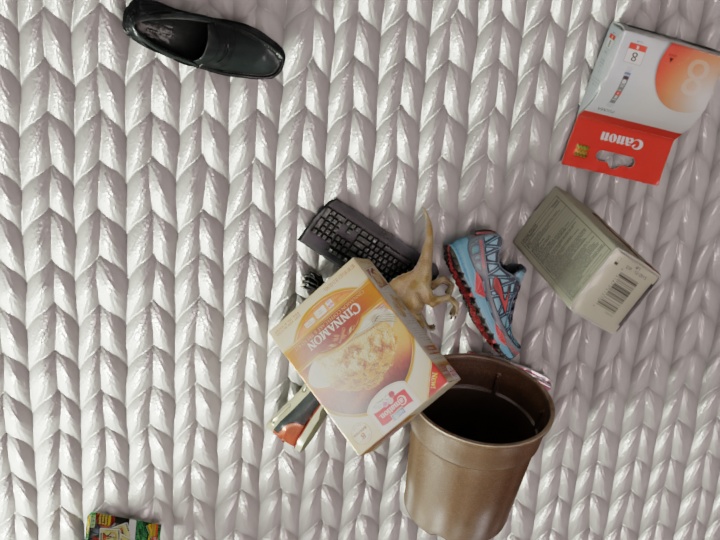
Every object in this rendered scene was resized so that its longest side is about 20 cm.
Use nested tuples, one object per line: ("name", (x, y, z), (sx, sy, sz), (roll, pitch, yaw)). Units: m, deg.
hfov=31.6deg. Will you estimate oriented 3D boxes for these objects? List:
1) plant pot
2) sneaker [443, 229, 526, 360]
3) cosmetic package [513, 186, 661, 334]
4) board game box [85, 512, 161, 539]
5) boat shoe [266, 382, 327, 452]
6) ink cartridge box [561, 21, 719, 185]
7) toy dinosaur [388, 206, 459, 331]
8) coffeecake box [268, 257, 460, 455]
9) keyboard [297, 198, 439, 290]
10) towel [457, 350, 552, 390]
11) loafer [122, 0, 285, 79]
("plant pot", (0.148, 0.251, 1.744), (0.199, 0.201, 0.199), (-1, 123, -16))
("sneaker", (0.192, 0.034, 1.732), (0.095, 0.079, 0.201), (-29, 120, -3))
("cosmetic package", (0.293, -0.016, 1.667), (0.087, 0.200, 0.104), (29, 106, -27))
("board game box", (-0.327, 0.430, 1.716), (0.104, 0.201, 0.023), (16, 142, -25))
("boat shoe", (-0.055, 0.149, 1.726), (0.062, 0.071, 0.201), (33, 98, 12))
("ink cartridge box", (0.372, -0.212, 1.680), (0.161, 0.050, 0.201), (10, 109, -20))
("toy dinosaur", (0.082, 0.026, 1.690), (0.101, 0.058, 0.201), (21, 101, -24))
("coffeecake box", (0.005, 0.109, 1.632), (0.153, 0.073, 0.200), (-41, 78, 13))
("keyboard", (0.000, 0.000, 1.693), (0.199, 0.021, 0.127), (32, 103, -26))
("towel", (0.175, 0.218, 1.845), (0.146, 0.030, 0.201), (20, 109, -23))
("loafer", (-0.180, -0.262, 1.483), (0.199, 0.070, 0.068), (14, 111, -22))
